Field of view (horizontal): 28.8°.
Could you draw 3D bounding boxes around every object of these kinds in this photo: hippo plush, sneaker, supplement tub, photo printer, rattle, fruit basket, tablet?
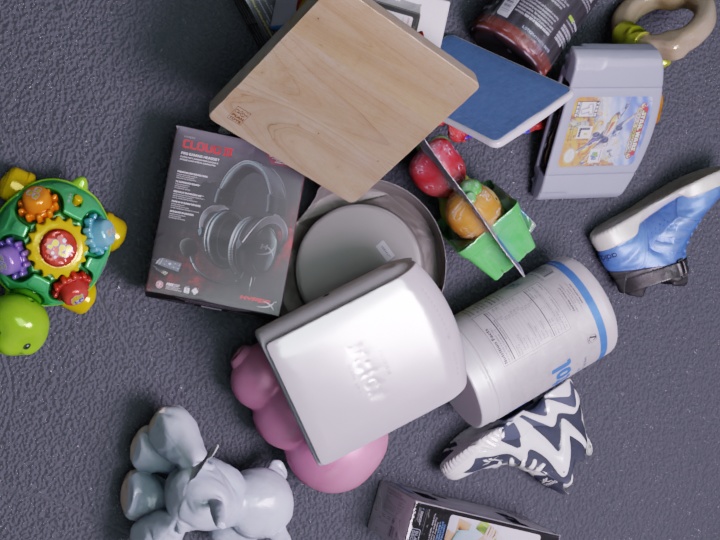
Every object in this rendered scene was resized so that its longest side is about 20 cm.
[{"bbox_3d":[-0.153,0.231,1.538,0.160,0.199,0.161,10,61,-39],"label":"hippo plush"},{"bbox_3d":[0.391,-0.042,1.741,0.199,0.077,0.112,-30,100,-11],"label":"sneaker"},{"bbox_3d":[0.199,0.231,1.700,0.198,0.079,0.131,-31,98,-25],"label":"sneaker"},{"bbox_3d":[0.190,0.082,1.654,0.199,0.132,0.133,-29,105,-14],"label":"supplement tub"},{"bbox_3d":[0.009,0.092,1.480,0.198,0.069,0.168,-26,108,-7],"label":"photo printer"},{"bbox_3d":[0.396,-0.296,1.723,0.143,0.129,0.201,55,50,-28],"label":"rattle"},{"bbox_3d":[0.112,-0.095,1.576,0.093,0.185,0.201,-33,107,0],"label":"fruit basket"},{"bbox_3d":[0.124,-0.202,1.560,0.130,0.199,0.014,-35,136,-26],"label":"tablet"},{"bbox_3d":[0.223,-0.328,1.632,0.107,0.107,0.201,38,82,-20],"label":"supplement tub"}]

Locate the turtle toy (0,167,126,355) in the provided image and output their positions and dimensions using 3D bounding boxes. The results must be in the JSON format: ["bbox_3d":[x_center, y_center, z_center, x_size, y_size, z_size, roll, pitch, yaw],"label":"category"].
[{"bbox_3d":[-0.331,-0.006,1.463,0.145,0.101,0.202,26,87,-21],"label":"turtle toy"}]

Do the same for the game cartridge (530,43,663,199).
[{"bbox_3d":[0.284,-0.173,1.661,0.132,0.042,0.202,-1,127,-16],"label":"game cartridge"}]

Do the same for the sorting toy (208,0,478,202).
[{"bbox_3d":[-0.019,-0.193,1.428,0.199,0.070,0.198,29,124,-32],"label":"sorting toy"}]

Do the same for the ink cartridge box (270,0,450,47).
[{"bbox_3d":[0.016,-0.268,1.501,0.198,0.116,0.069,12,94,-21],"label":"ink cartridge box"}]

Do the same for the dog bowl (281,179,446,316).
[{"bbox_3d":[0.000,0.000,1.569,0.197,0.059,0.203,-1,82,6],"label":"dog bowl"}]

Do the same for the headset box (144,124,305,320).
[{"bbox_3d":[-0.142,-0.059,1.512,0.147,0.077,0.202,12,83,-7],"label":"headset box"}]

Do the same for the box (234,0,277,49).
[{"bbox_3d":[-0.046,-0.292,1.565,0.157,0.050,0.201,-34,106,-14],"label":"box"}]

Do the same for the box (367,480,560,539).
[{"bbox_3d":[0.122,0.309,1.663,0.198,0.116,0.061,17,88,-20],"label":"box"}]

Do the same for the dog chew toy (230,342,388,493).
[{"bbox_3d":[-0.064,0.157,1.578,0.200,0.124,0.125,41,82,-11],"label":"dog chew toy"}]

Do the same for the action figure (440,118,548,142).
[{"bbox_3d":[0.151,-0.183,1.617,0.199,0.052,0.066,-12,143,-42],"label":"action figure"}]
